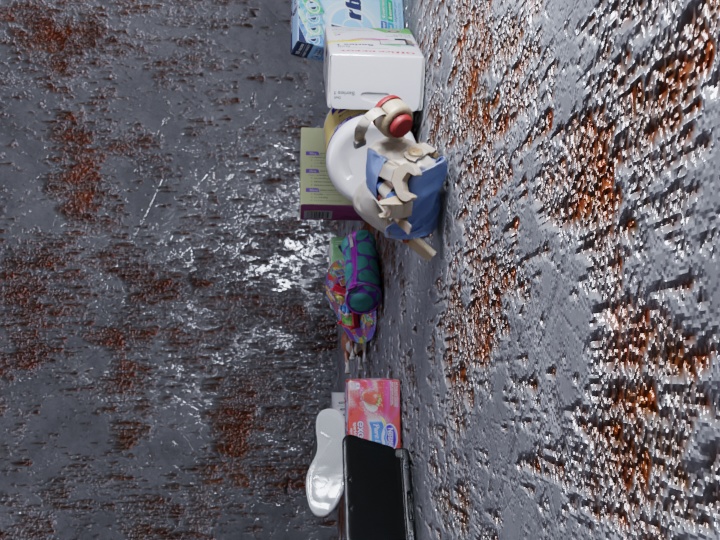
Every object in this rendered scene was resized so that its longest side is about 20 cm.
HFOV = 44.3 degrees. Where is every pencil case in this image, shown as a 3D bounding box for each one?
[{"bbox_3d":[0.000,0.000,1.926,0.093,0.085,0.201,52,-160,-36],"label":"pencil case"}]

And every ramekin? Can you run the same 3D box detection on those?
[{"bbox_3d":[-0.028,0.009,2.192,0.200,0.097,0.202,180,90,-86],"label":"ramekin"}]

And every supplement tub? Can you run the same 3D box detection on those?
[{"bbox_3d":[0.013,-0.205,1.422,0.200,0.144,0.147,-100,11,-63],"label":"supplement tub"}]

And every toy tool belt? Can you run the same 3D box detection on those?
[{"bbox_3d":[0.065,-0.110,1.117,0.123,0.124,0.201,49,154,32],"label":"toy tool belt"}]

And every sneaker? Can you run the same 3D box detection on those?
[{"bbox_3d":[-0.058,0.358,1.575,0.100,0.070,0.201,92,-179,-50],"label":"sneaker"}]

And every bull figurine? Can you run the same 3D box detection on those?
[{"bbox_3d":[-0.015,0.189,2.244,0.200,0.064,0.122,96,169,-67],"label":"bull figurine"}]

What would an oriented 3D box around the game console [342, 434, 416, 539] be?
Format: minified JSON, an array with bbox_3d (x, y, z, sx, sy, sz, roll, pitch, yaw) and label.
[{"bbox_3d":[0.025,0.385,1.397,0.177,0.115,0.201,97,172,-54],"label":"game console"}]

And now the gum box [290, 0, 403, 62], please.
[{"bbox_3d":[-0.022,-0.432,1.529,0.045,0.198,0.171,135,139,-58],"label":"gum box"}]

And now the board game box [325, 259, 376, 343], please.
[{"bbox_3d":[-0.039,0.079,2.047,0.201,0.039,0.158,61,146,18],"label":"board game box"}]

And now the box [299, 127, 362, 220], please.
[{"bbox_3d":[-0.058,-0.229,2.111,0.097,0.174,0.202,106,164,-71],"label":"box"}]

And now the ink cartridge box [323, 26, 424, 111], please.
[{"bbox_3d":[0.017,-0.318,1.380,0.200,0.143,0.085,-99,10,-63],"label":"ink cartridge box"}]

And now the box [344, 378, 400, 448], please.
[{"bbox_3d":[0.021,0.294,1.575,0.100,0.095,0.202,123,147,-83],"label":"box"}]

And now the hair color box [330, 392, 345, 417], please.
[{"bbox_3d":[-0.014,0.355,1.986,0.200,0.099,0.061,-97,7,-61],"label":"hair color box"}]
